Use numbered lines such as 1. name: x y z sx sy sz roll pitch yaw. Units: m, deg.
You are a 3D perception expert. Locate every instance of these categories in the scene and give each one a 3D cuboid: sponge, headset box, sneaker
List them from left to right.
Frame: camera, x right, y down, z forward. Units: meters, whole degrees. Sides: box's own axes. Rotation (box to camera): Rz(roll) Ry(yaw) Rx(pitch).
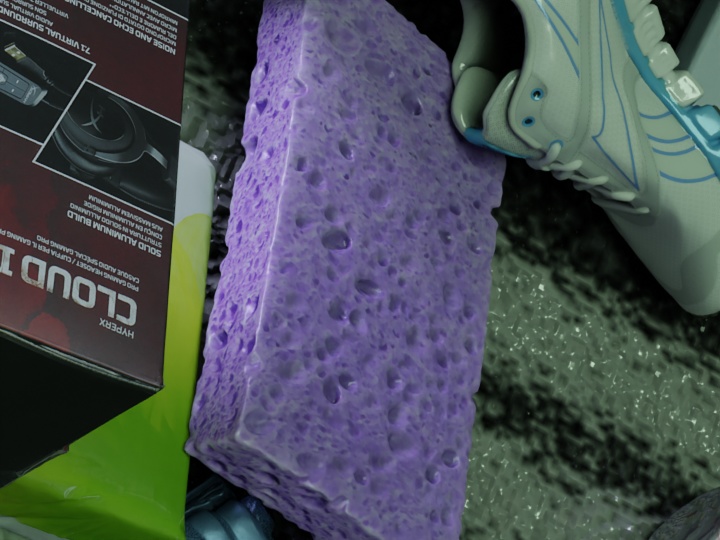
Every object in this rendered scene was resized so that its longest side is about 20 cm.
1. headset box: -0.118 -0.023 0.680 0.077 0.149 0.200 25 53 -32
2. sponge: 0.000 0.000 0.882 0.112 0.030 0.200 37 48 -37
3. sneaker: 0.077 -0.057 0.940 0.087 0.075 0.200 -40 115 -23

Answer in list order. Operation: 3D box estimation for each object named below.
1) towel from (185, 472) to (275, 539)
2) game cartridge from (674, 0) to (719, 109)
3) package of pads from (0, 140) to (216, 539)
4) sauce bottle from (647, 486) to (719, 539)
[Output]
1. towel: -0.090 0.166 0.850 0.200 0.049 0.112 -36 100 -27
2. game cartridge: 0.208 -0.042 1.033 0.200 0.040 0.133 35 65 -15
3. package of pads: -0.141 -0.004 0.808 0.200 0.068 0.155 27 50 -31
4. sauce bottle: 0.184 0.169 0.969 0.200 0.065 0.065 49 65 -12
